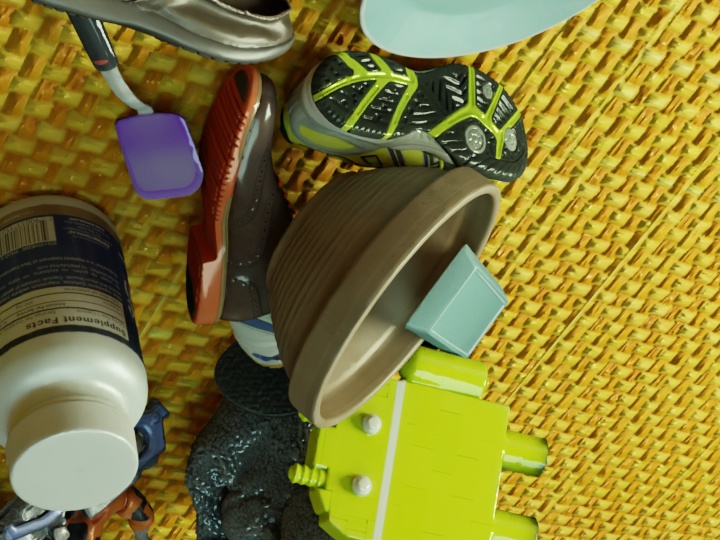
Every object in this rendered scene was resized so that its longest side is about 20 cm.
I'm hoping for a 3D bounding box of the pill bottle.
[{"bbox_3d":[-0.202,0.055,1.024,0.109,0.201,0.112,-10,138,-9],"label":"pill bottle"}]

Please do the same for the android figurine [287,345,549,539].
[{"bbox_3d":[0.043,0.149,1.141,0.197,0.185,0.041,16,163,-14],"label":"android figurine"}]

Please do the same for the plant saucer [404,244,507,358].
[{"bbox_3d":[0.076,0.029,1.123,0.070,0.019,0.200,-53,166,0],"label":"plant saucer"}]

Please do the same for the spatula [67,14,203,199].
[{"bbox_3d":[-0.154,-0.123,0.984,0.056,0.021,0.201,-3,138,19],"label":"spatula"}]

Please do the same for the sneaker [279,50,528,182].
[{"bbox_3d":[0.033,-0.103,1.061,0.198,0.077,0.076,14,159,-35],"label":"sneaker"}]

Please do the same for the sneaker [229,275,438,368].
[{"bbox_3d":[-0.008,0.006,1.141,0.198,0.076,0.089,-24,137,3],"label":"sneaker"}]

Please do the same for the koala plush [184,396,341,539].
[{"bbox_3d":[-0.035,0.198,1.212,0.176,0.200,0.186,-26,124,-19],"label":"koala plush"}]

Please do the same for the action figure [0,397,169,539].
[{"bbox_3d":[-0.238,0.186,1.199,0.199,0.104,0.196,-31,120,-34],"label":"action figure"}]

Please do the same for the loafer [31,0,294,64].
[{"bbox_3d":[-0.117,-0.176,0.910,0.198,0.073,0.072,9,111,-38],"label":"loafer"}]

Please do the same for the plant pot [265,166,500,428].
[{"bbox_3d":[0.000,0.000,1.038,0.201,0.092,0.201,-49,165,-17],"label":"plant pot"}]

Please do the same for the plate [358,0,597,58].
[{"bbox_3d":[0.090,-0.195,0.967,0.197,0.026,0.201,-16,161,-6],"label":"plate"}]

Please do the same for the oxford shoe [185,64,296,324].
[{"bbox_3d":[-0.074,-0.051,1.053,0.072,0.072,0.202,0,129,-18],"label":"oxford shoe"}]

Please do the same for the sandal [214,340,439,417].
[{"bbox_3d":[-0.016,0.068,1.208,0.198,0.076,0.048,-18,159,-3],"label":"sandal"}]

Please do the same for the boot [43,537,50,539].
[{"bbox_3d":[-0.347,0.236,1.252,0.198,0.075,0.097,-20,141,3],"label":"boot"}]
